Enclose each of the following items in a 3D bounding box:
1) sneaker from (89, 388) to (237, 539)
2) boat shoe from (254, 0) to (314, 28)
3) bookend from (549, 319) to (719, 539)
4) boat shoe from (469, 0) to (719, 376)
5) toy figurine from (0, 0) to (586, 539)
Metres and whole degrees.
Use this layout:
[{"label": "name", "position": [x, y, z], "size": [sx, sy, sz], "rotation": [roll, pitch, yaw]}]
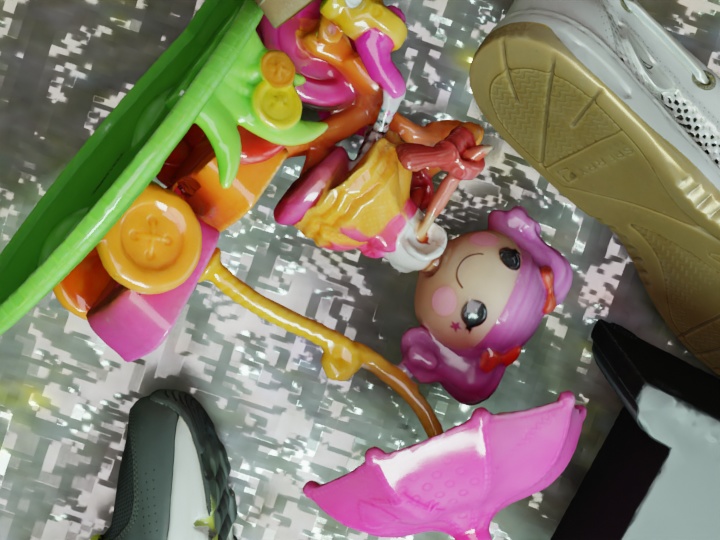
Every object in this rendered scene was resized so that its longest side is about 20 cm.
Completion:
[{"label": "sneaker", "position": [-0.093, 0.138, 0.991], "size": [0.084, 0.074, 0.201], "rotation": [8, 93, 4]}, {"label": "boat shoe", "position": [0.017, -0.152, 0.916], "size": [0.070, 0.200, 0.070], "rotation": [51, 138, -1]}, {"label": "bookend", "position": [0.128, 0.155, 0.982], "size": [0.198, 0.092, 0.201], "rotation": [26, 98, -10]}, {"label": "boat shoe", "position": [0.123, -0.029, 0.980], "size": [0.200, 0.071, 0.069], "rotation": [47, 53, -23]}, {"label": "toy figurine", "position": [0.000, 0.000, 0.953], "size": [0.184, 0.150, 0.200], "rotation": [39, 67, -12]}]
